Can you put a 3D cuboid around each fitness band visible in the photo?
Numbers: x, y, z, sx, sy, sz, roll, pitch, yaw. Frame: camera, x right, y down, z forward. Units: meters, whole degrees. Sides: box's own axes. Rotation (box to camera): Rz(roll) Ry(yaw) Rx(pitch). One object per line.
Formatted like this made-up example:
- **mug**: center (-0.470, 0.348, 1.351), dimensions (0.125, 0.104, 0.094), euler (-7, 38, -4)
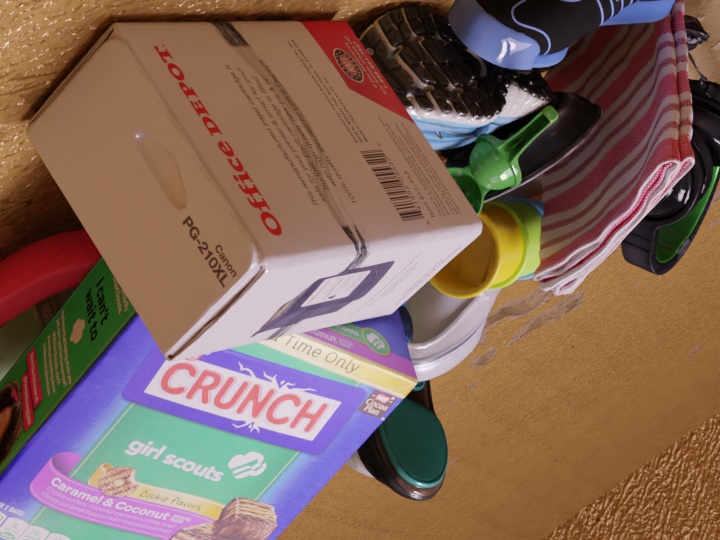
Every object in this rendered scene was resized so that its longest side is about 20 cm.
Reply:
- **fitness band**: center (-0.175, 0.055, 1.292), dimensions (0.199, 0.038, 0.144), euler (-33, 135, 12)

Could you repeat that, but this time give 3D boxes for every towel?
- **towel**: center (0.153, -0.098, 1.444), dimensions (0.030, 0.201, 0.146), euler (21, 136, -20)

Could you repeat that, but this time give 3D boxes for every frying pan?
- **frying pan**: center (0.096, -0.087, 1.458), dimensions (0.115, 0.031, 0.190), euler (-29, -164, 10)

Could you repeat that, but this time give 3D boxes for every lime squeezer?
- **lime squeezer**: center (0.058, -0.051, 1.344), dimensions (0.070, 0.038, 0.200), euler (-10, 159, -48)

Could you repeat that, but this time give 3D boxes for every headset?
- **headset**: center (0.205, -0.091, 1.570), dimensions (0.124, 0.094, 0.201), euler (-49, 153, -38)

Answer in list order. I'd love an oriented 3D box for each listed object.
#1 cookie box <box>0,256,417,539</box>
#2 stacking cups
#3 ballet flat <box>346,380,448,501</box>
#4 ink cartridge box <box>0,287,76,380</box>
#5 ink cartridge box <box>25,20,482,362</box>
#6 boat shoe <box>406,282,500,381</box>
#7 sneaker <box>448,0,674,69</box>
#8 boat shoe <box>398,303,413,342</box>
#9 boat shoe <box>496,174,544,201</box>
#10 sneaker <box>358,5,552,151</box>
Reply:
- **cookie box**: center (-0.096, 0.075, 1.261), dimensions (0.171, 0.075, 0.200), euler (23, 121, -32)
- **stacking cups**: center (0.108, -0.026, 1.517), dimensions (0.060, 0.061, 0.200), euler (-43, 167, 27)
- **ballet flat**: center (0.021, 0.101, 1.635), dimensions (0.068, 0.201, 0.068), euler (25, 125, -22)
- **ink cartridge box**: center (-0.140, 0.058, 1.367), dimensions (0.200, 0.048, 0.145), euler (-41, 132, 16)
- **ink cartridge box**: center (-0.051, -0.046, 1.176), dimensions (0.084, 0.145, 0.200), euler (-42, 163, 30)
- **boat shoe**: center (0.074, -0.013, 1.633), dimensions (0.200, 0.073, 0.066), euler (-57, 160, -28)
- **sneaker**: center (0.131, -0.175, 1.335), dimensions (0.200, 0.070, 0.078), euler (-24, 154, -45)
- **boat shoe**: center (-0.051, 0.076, 1.446), dimensions (0.199, 0.069, 0.084), euler (-24, 158, 26)
- **boat shoe**: center (0.133, -0.080, 1.607), dimensions (0.199, 0.064, 0.071), euler (-21, 158, -40)
- **sneaker**: center (0.038, -0.094, 1.351), dimensions (0.090, 0.079, 0.200), euler (-38, 164, 23)
